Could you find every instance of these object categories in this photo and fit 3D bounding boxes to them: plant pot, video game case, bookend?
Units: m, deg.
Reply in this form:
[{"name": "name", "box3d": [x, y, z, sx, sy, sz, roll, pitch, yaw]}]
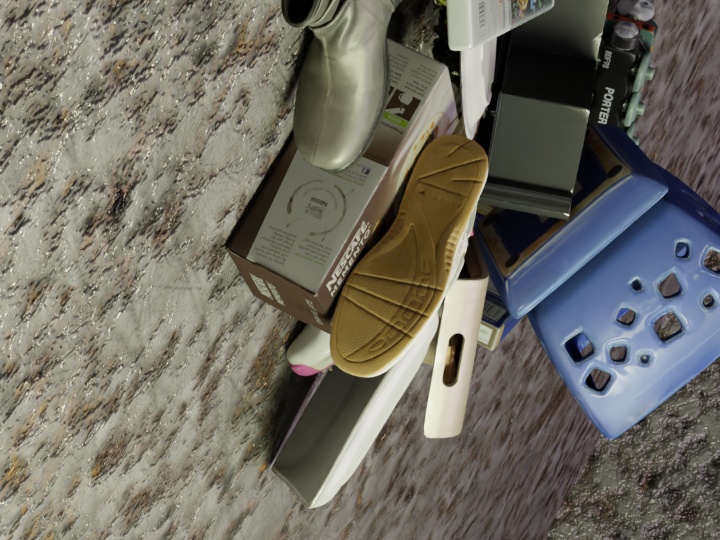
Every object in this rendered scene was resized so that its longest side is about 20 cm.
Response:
[{"name": "plant pot", "box3d": [0.220, -0.006, 1.758, 0.200, 0.180, 0.200, -42, -160, 9]}, {"name": "video game case", "box3d": [0.103, -0.280, 1.501, 0.182, 0.023, 0.201, -34, 124, -59]}, {"name": "bookend", "box3d": [0.155, -0.183, 1.684, 0.200, 0.092, 0.199, -75, 174, -53]}]

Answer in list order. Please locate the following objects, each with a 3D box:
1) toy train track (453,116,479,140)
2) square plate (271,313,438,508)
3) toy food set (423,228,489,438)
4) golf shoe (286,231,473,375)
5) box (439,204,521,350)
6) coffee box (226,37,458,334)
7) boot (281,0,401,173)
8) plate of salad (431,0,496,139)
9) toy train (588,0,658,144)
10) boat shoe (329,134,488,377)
[{"name": "toy train track", "box3d": [0.096, -0.112, 1.850, 0.200, 0.032, 0.115, -59, 163, -13]}, {"name": "square plate", "box3d": [-0.001, 0.107, 1.720, 0.200, 0.028, 0.198, -58, -169, -3]}, {"name": "toy food set", "box3d": [0.066, 0.045, 1.755, 0.200, 0.060, 0.144, -95, -167, -72]}, {"name": "golf shoe", "box3d": [0.000, 0.000, 1.680, 0.200, 0.092, 0.075, -45, -159, 2]}, {"name": "box", "box3d": [0.118, 0.000, 1.933, 0.200, 0.121, 0.032, -42, 153, -52]}, {"name": "coffee box", "box3d": [-0.010, -0.065, 1.505, 0.200, 0.080, 0.114, -60, 164, -13]}, {"name": "boot", "box3d": [-0.024, -0.167, 1.357, 0.131, 0.068, 0.201, -3, 111, -67]}, {"name": "plate of salad", "box3d": [0.081, -0.203, 1.594, 0.200, 0.048, 0.201, 1, 90, -82]}, {"name": "toy train", "box3d": [0.282, -0.211, 2.211, 0.200, 0.085, 0.114, 95, 14, -48]}, {"name": "boat shoe", "box3d": [0.043, -0.002, 1.494, 0.200, 0.071, 0.069, -60, 163, -15]}]
